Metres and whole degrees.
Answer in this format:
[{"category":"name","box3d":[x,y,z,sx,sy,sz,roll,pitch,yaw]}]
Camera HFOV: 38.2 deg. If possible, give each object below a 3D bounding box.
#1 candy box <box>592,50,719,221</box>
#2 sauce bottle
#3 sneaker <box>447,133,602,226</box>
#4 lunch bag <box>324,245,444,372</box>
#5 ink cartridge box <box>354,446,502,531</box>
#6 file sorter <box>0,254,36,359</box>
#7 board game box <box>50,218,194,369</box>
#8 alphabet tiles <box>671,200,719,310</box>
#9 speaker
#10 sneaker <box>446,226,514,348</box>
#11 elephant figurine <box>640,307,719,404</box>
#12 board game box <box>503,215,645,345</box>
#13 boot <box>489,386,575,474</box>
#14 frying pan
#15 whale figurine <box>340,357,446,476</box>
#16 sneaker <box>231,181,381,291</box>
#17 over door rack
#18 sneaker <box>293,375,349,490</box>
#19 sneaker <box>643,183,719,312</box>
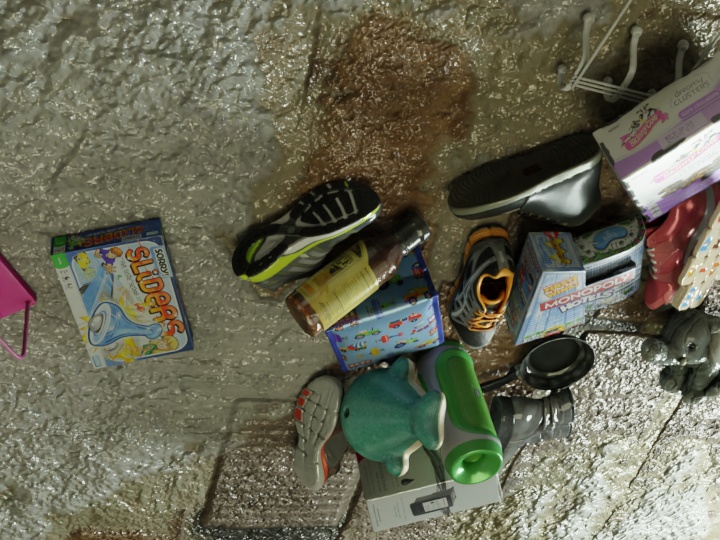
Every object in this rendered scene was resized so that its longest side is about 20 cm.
[{"category":"candy box","box3d":[0.379,-0.150,1.225,0.167,0.072,0.200,-32,158,15]},{"category":"sauce bottle","box3d":[0.000,0.000,1.287,0.199,0.066,0.066,-38,135,-16]},{"category":"sneaker","box3d":[0.211,-0.084,1.293,0.198,0.075,0.107,-19,133,2]},{"category":"lunch bag","box3d":[0.032,0.075,1.391,0.149,0.095,0.201,-17,144,-1]},{"category":"ink cartridge box","box3d":[0.097,0.287,1.546,0.198,0.146,0.084,-14,131,-1]},{"category":"file sorter","box3d":[-0.506,0.065,1.213,0.198,0.126,0.140,-22,132,6]},{"category":"board game box","box3d":[-0.293,0.032,1.299,0.134,0.035,0.201,-11,133,-4]},{"category":"alphabet tiles","box3d":[0.473,-0.039,1.363,0.195,0.015,0.202,-5,124,-55]},{"category":"speaker","box3d":[0.134,0.192,1.434,0.087,0.201,0.089,-7,133,-8]},{"category":"sneaker","box3d":[0.164,0.038,1.390,0.077,0.078,0.201,-7,134,-10]},{"category":"elephant figurine","box3d":[0.478,0.096,1.473,0.140,0.157,0.200,-5,146,21]},{"category":"board game box","box3d":[0.281,0.006,1.361,0.198,0.062,0.200,-19,152,3]},{"category":"boot","box3d":[0.260,0.259,1.604,0.130,0.070,0.201,-4,142,-11]},{"category":"frying pan","box3d":[0.260,0.154,1.547,0.189,0.031,0.115,-33,130,21]},{"category":"whale figurine","box3d":[0.041,0.196,1.403,0.103,0.161,0.200,8,174,-25]},{"category":"sneaker","box3d":[-0.060,-0.040,1.280,0.199,0.074,0.081,-27,148,13]},{"category":"over door rack","box3d":[0.330,-0.264,1.157,0.146,0.067,0.200,8,148,-22]},{"category":"sneaker","box3d":[-0.047,0.229,1.527,0.081,0.077,0.202,-20,136,-40]},{"category":"sneaker","box3d":[0.410,-0.037,1.401,0.086,0.074,0.202,10,122,-9]}]
